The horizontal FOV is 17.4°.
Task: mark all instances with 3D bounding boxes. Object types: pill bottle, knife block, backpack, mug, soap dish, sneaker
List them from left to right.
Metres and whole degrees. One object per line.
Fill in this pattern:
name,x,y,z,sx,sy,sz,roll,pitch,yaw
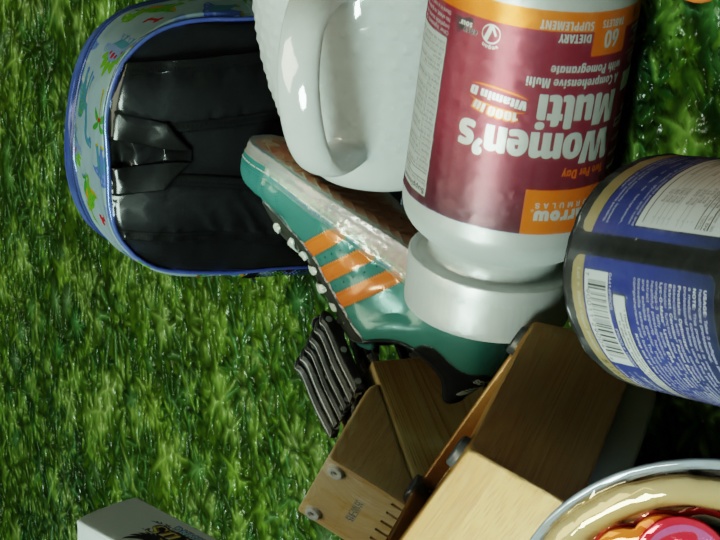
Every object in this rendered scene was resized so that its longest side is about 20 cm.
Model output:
backpack,-0.083,-0.087,1.464,0.147,0.199,0.184,32,123,59
sneaker,0.000,0.000,1.360,0.200,0.071,0.080,37,114,19
mug,0.003,-0.130,1.295,0.147,0.200,0.176,9,120,19
knife block,0.047,0.092,1.403,0.199,0.176,0.064,32,141,2
soap dish,0.067,0.122,1.177,0.158,0.081,0.200,-56,-1,25
pill bottle,0.080,-0.071,1.229,0.110,0.109,0.201,44,133,54
pill bottle,0.181,0.009,1.027,0.200,0.111,0.113,-167,74,-64

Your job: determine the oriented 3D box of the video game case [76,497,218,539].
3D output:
video game case,-0.071,0.238,1.173,0.181,0.045,0.201,21,116,40

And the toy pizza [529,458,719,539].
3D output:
toy pizza,0.159,0.174,1.042,0.032,0.199,0.201,-58,-17,-58

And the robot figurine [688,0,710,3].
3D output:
robot figurine,0.167,-0.198,1.020,0.200,0.116,0.145,40,141,55
